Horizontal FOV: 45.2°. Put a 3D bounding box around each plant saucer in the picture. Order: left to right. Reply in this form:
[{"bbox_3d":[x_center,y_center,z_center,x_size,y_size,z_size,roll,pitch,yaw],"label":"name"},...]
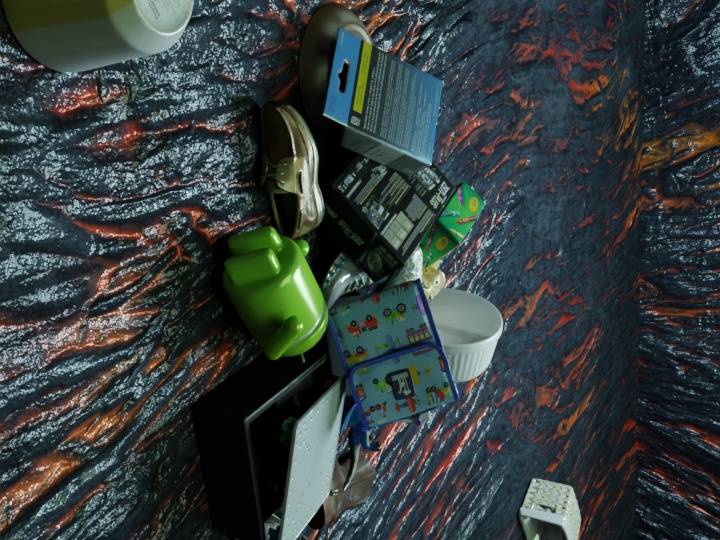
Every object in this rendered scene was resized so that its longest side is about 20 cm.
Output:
[{"bbox_3d":[-0.024,-0.308,1.338,0.199,0.036,0.205,-18,111,-56],"label":"plant saucer"}]

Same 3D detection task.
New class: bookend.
[{"bbox_3d":[-0.128,0.242,1.228,0.198,0.091,0.204,-34,125,-52],"label":"bookend"}]

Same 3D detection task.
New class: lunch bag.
[{"bbox_3d":[0.050,0.131,1.272,0.094,0.148,0.204,-8,79,-86],"label":"lunch bag"}]

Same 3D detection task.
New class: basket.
[{"bbox_3d":[0.527,0.679,2.374,0.124,0.133,0.202,-62,144,-34],"label":"basket"}]

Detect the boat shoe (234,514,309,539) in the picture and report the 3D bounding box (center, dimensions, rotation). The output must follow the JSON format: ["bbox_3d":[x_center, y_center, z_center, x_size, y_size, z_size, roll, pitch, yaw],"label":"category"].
[{"bbox_3d":[-0.117,0.415,1.310,0.200,0.064,0.074,44,61,-52],"label":"boat shoe"}]

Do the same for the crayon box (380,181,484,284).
[{"bbox_3d":[0.112,-0.054,1.468,0.058,0.200,0.119,43,47,-7],"label":"crayon box"}]

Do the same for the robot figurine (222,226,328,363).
[{"bbox_3d":[-0.114,0.035,1.183,0.177,0.114,0.202,-93,164,-48],"label":"robot figurine"}]

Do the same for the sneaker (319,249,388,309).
[{"bbox_3d":[0.000,0.000,1.376,0.201,0.086,0.075,-54,178,-36],"label":"sneaker"}]

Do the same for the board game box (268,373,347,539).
[{"bbox_3d":[-0.075,0.269,1.224,0.200,0.025,0.204,-35,136,-67],"label":"board game box"}]

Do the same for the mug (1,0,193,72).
[{"bbox_3d":[-0.258,-0.275,0.844,0.185,0.151,0.153,2,96,-58],"label":"mug"}]

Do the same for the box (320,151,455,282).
[{"bbox_3d":[0.036,-0.114,1.361,0.164,0.086,0.201,45,51,-12],"label":"box"}]

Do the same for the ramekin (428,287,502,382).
[{"bbox_3d":[0.160,0.123,1.595,0.202,0.199,0.096,-36,137,-50],"label":"ramekin"}]

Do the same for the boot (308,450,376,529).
[{"bbox_3d":[-0.031,0.317,1.442,0.199,0.063,0.191,-3,96,-63],"label":"boot"}]

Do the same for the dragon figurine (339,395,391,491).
[{"bbox_3d":[-0.006,0.233,1.345,0.098,0.059,0.202,31,94,-17],"label":"dragon figurine"}]

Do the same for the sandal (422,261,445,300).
[{"bbox_3d":[0.124,0.008,1.577,0.078,0.069,0.213,56,34,-21],"label":"sandal"}]

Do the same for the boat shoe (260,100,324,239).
[{"bbox_3d":[-0.102,-0.134,1.210,0.074,0.075,0.203,-45,132,-41],"label":"boat shoe"}]

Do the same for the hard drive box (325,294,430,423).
[{"bbox_3d":[0.028,0.144,1.395,0.077,0.153,0.204,-86,169,-66],"label":"hard drive box"}]

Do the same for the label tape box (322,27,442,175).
[{"bbox_3d":[0.023,-0.250,1.297,0.197,0.063,0.147,20,70,-29],"label":"label tape box"}]

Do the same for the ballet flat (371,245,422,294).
[{"bbox_3d":[0.064,0.030,1.431,0.072,0.072,0.201,-44,173,-46],"label":"ballet flat"}]
